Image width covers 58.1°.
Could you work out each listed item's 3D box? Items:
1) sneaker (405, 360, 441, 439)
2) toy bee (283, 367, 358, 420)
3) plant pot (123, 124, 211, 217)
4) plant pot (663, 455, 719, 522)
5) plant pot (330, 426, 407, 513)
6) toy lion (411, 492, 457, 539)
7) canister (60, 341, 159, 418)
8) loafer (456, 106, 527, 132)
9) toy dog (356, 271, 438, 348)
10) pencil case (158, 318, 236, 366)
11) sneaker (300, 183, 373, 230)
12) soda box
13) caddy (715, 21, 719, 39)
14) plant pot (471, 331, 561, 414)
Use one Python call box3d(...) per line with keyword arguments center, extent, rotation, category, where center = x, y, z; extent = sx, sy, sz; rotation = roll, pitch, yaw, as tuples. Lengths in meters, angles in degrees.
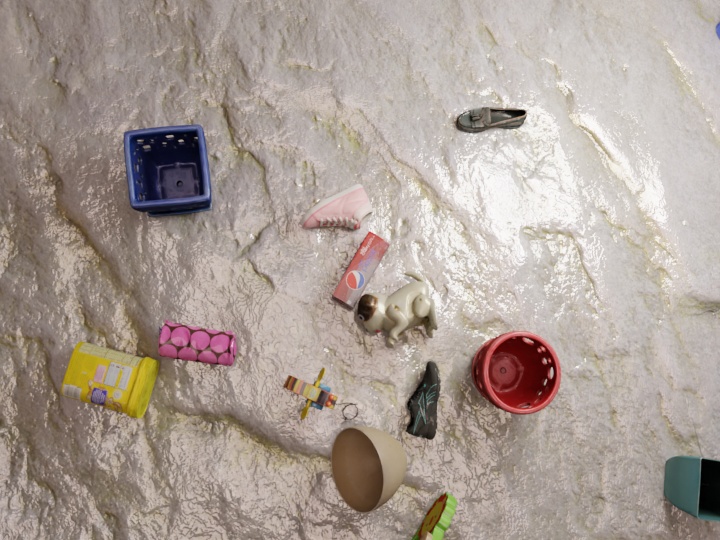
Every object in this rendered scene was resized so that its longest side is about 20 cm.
box3d(center=(0.164, 0.332, 1.676), extent=(0.078, 0.075, 0.203), rotation=(7, 80, -1), category="sneaker")
box3d(center=(-0.098, 0.312, 1.641), extent=(0.197, 0.109, 0.133), rotation=(3, 79, -4), category="toy bee")
box3d(center=(-0.480, -0.242, 1.661), extent=(0.197, 0.180, 0.203), rotation=(-7, 81, -6), category="plant pot")
box3d(center=(0.862, 0.541, 1.636), extent=(0.139, 0.200, 0.143), rotation=(9, 81, -3), category="plant pot")
box3d(center=(0.038, 0.478, 1.602), extent=(0.133, 0.199, 0.203), rotation=(-2, 79, -41), category="plant pot")
box3d(center=(0.167, 0.648, 1.589), extent=(0.068, 0.192, 0.201), rotation=(33, 120, 1), category="toy lion")
box3d(center=(-0.623, 0.269, 1.616), extent=(0.197, 0.087, 0.150), rotation=(15, 80, -1), category="canister")
box3d(center=(0.371, -0.434, 1.820), extent=(0.197, 0.063, 0.073), rotation=(-5, 81, -5), category="loafer")
box3d(center=(0.089, 0.100, 1.677), extent=(0.197, 0.140, 0.197), rotation=(-7, 81, -4), category="toy dog")
box3d(center=(-0.413, 0.184, 1.649), extent=(0.197, 0.091, 0.095), rotation=(10, 67, -5), category="pencil case")
box3d(center=(-0.057, -0.143, 1.732), extent=(0.199, 0.075, 0.105), rotation=(-29, 79, -13), category="sneaker")
box3d(center=(0.000, 0.000, 1.721), extent=(0.070, 0.063, 0.201), rotation=(30, 79, 0), category="soda box")
box3d(center=(1.159, -0.720, 1.908), extent=(0.199, 0.105, 0.142), rotation=(40, 81, 2), category="caddy")
box3d(center=(0.384, 0.261, 1.650), extent=(0.197, 0.183, 0.203), rotation=(1, 80, -5), category="plant pot")
